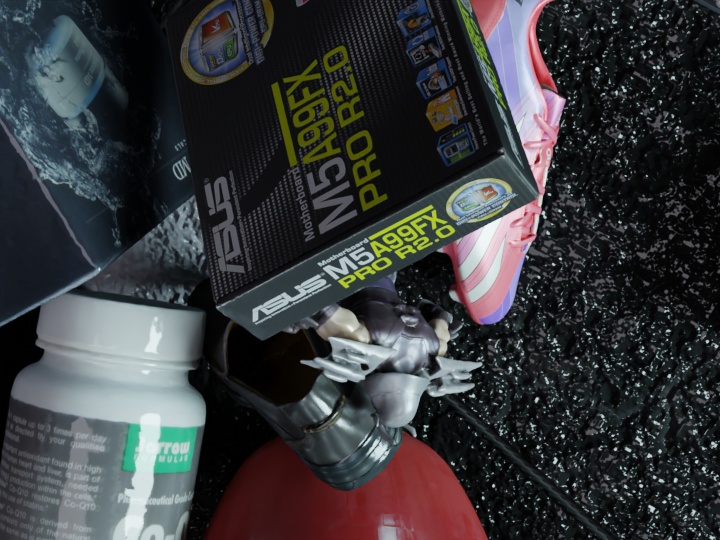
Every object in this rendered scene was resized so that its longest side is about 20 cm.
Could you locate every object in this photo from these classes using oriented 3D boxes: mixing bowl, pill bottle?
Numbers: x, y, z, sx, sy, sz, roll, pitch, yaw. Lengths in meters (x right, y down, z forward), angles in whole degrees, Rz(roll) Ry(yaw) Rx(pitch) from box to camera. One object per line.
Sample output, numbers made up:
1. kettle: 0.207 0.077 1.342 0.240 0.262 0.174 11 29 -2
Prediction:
1. mixing bowl: -0.009 0.159 0.824 0.198 0.109 0.201 0 149 0
2. pill bottle: -0.150 0.115 0.779 0.112 0.113 0.202 9 90 15

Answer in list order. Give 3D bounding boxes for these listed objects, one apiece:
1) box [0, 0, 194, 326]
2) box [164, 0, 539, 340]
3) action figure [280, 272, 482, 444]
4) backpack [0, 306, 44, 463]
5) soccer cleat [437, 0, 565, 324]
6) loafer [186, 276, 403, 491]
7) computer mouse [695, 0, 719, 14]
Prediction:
1. box: -0.193 -0.095 0.752 0.117 0.197 0.201 -25 103 24
2. box: -0.013 -0.086 0.689 0.159 0.201 0.044 -26 144 17
3. action figure: 0.000 0.000 0.736 0.069 0.130 0.201 -27 61 28
4. backpack: -0.267 0.106 0.849 0.146 0.200 0.184 -2 112 10
5. soccer cleat: 0.080 -0.064 0.752 0.076 0.067 0.202 -1 109 14
6. loafer: -0.051 0.045 0.783 0.073 0.200 0.072 -46 131 -9
7. computer mouse: 0.155 -0.206 0.677 0.199 0.046 0.141 15 115 16
